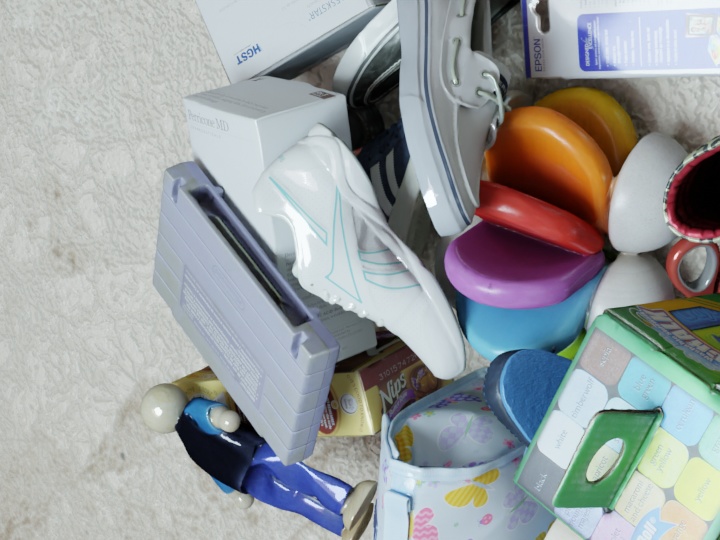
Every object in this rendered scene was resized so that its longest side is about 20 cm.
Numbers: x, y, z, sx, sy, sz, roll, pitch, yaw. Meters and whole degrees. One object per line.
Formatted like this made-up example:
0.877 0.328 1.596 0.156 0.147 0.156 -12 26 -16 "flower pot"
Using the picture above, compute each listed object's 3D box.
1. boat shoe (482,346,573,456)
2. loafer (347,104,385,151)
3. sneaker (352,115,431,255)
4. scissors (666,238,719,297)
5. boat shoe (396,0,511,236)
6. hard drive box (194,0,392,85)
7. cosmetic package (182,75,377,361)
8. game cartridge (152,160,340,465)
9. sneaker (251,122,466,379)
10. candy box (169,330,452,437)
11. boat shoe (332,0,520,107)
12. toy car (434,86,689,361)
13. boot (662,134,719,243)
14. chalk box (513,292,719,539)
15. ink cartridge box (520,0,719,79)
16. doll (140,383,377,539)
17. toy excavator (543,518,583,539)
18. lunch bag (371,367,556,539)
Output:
0.149 0.120 0.940 0.200 0.084 0.069 39 161 -25 "boat shoe"
-0.067 -0.082 1.119 0.200 0.072 0.073 -26 87 38 "loafer"
0.018 -0.078 1.033 0.084 0.075 0.200 30 132 13 "sneaker"
0.241 0.045 0.961 0.014 0.073 0.200 -125 22 -50 "scissors"
0.064 -0.117 0.894 0.067 0.074 0.200 -14 60 13 "boat shoe"
-0.063 -0.260 1.059 0.156 0.077 0.200 -23 90 39 "hard drive box"
-0.059 -0.035 1.031 0.113 0.081 0.200 20 125 53 "cosmetic package"
-0.087 0.031 1.008 0.200 0.038 0.130 50 149 30 "game cartridge"
0.000 0.000 0.962 0.080 0.070 0.200 -36 100 -5 "sneaker"
-0.041 0.093 1.126 0.200 0.117 0.057 -9 99 38 "candy box"
0.056 -0.173 1.002 0.200 0.071 0.064 -42 77 35 "boat shoe"
0.121 -0.022 0.950 0.175 0.150 0.200 20 115 30 "toy car"
0.283 -0.079 0.811 0.203 0.154 0.074 -29 86 39 "boot"
0.184 0.100 0.794 0.124 0.200 0.125 38 116 31 "chalk box"
0.202 -0.176 0.908 0.200 0.039 0.100 4 107 30 "ink cartridge box"
-0.086 0.147 1.073 0.200 0.048 0.137 27 148 14 "doll"
0.171 0.223 0.956 0.100 0.200 0.195 25 118 27 "toy excavator"
0.073 0.180 1.016 0.127 0.200 0.170 13 112 33 "lunch bag"
